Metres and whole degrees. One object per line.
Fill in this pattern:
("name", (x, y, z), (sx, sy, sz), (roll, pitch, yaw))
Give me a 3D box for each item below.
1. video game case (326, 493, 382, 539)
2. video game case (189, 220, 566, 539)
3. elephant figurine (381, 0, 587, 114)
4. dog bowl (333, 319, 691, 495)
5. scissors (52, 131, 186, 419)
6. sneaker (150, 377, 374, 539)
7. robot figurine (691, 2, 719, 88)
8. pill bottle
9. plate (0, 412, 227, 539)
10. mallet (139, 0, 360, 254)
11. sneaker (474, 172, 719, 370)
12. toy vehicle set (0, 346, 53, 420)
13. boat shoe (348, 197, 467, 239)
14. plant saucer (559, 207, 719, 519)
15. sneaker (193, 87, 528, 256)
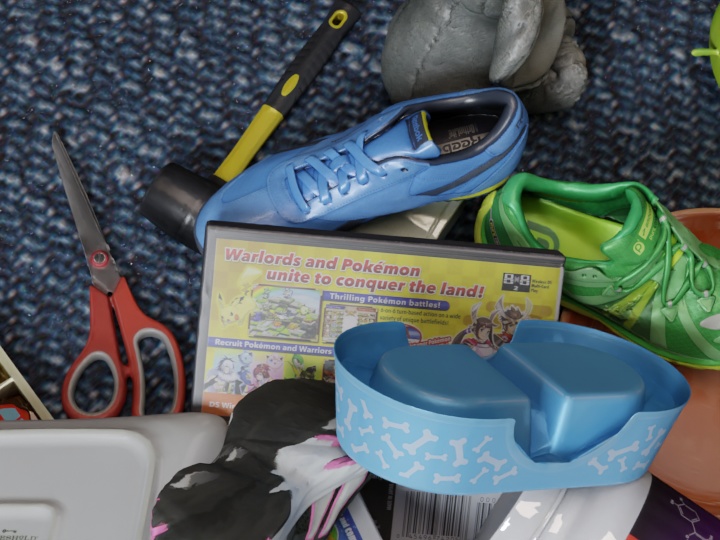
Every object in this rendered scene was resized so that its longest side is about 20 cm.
("video game case", (-0.078, 0.184, 0.964), (0.200, 0.018, 0.143), (-23, 36, -5))
("video game case", (0.006, 0.070, 1.041), (0.200, 0.026, 0.181), (5, 99, -5))
("elephant figurine", (0.077, -0.174, 1.103), (0.141, 0.200, 0.155), (5, 68, -1))
("dog bowl", (0.075, 0.071, 0.961), (0.200, 0.050, 0.111), (-1, 23, -31))
("scissors", (-0.146, 0.005, 1.120), (0.073, 0.014, 0.200), (-6, 67, -3))
("sneaker", (-0.049, 0.124, 0.952), (0.080, 0.086, 0.200), (25, 30, 23))
("robot figurine", (0.301, -0.157, 1.155), (0.200, 0.116, 0.176), (-35, 82, -16))
("pill bottle", (0.161, 0.179, 0.998), (0.200, 0.112, 0.112), (33, 69, 1))
("plate", (-0.180, 0.150, 0.965), (0.199, 0.032, 0.200), (-1, 50, 10))
("mallet", (-0.067, -0.097, 1.155), (0.066, 0.041, 0.200), (25, 64, 3))
("sneaker", (0.162, -0.001, 1.067), (0.200, 0.084, 0.074), (18, 67, 4))
("toy vehicle set", (-0.226, 0.121, 1.058), (0.124, 0.027, 0.200), (-35, 74, -15))
("boat shoe", (0.000, 0.000, 1.103), (0.073, 0.062, 0.200), (36, 70, 7))
("plant saucer", (0.213, 0.060, 1.107), (0.200, 0.032, 0.200), (1, 67, -3))
("sneaker", (-0.001, -0.059, 1.052), (0.200, 0.078, 0.066), (-19, 71, -8))
